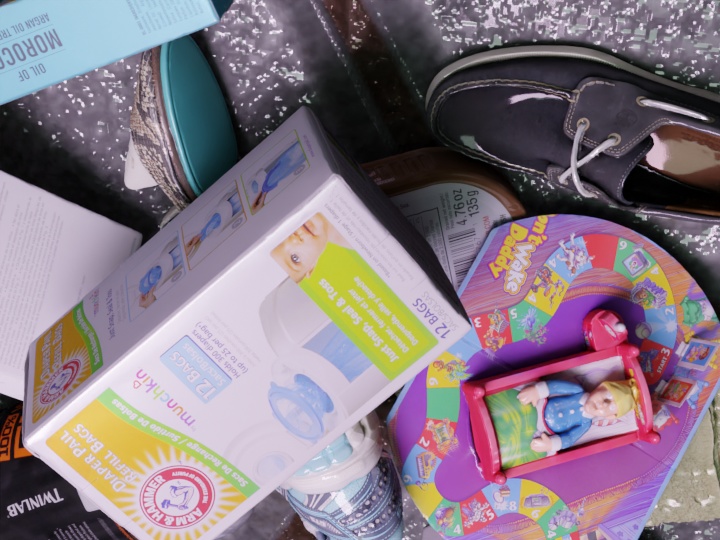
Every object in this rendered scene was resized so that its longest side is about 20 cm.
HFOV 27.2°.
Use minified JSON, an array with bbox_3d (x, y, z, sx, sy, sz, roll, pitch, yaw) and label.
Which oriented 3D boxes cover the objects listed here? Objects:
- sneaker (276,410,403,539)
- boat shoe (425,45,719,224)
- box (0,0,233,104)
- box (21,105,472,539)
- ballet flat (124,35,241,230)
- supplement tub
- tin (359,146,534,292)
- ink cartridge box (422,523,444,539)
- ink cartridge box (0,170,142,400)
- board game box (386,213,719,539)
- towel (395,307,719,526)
[{"bbox_3d":[-0.022,0.120,0.849,0.077,0.200,0.087,-26,94,-7],"label":"sneaker"},{"bbox_3d":[0.129,-0.069,0.781,0.198,0.068,0.072,13,123,6],"label":"boat shoe"},{"bbox_3d":[-0.159,-0.135,0.791,0.199,0.082,0.049,-17,114,20],"label":"box"},{"bbox_3d":[-0.061,0.034,0.749,0.200,0.102,0.113,-39,116,8],"label":"box"},{"bbox_3d":[-0.089,-0.041,0.846,0.075,0.068,0.201,-14,120,31],"label":"ballet flat"},{"bbox_3d":[-0.172,0.131,0.926,0.199,0.123,0.123,-22,114,22],"label":"supplement tub"},{"bbox_3d":[0.000,0.000,0.824,0.198,0.042,0.113,-16,113,-4],"label":"tin"},{"bbox_3d":[0.131,0.235,0.885,0.199,0.148,0.086,31,131,-22],"label":"ink cartridge box"},{"bbox_3d":[-0.222,-0.003,0.816,0.199,0.110,0.050,26,158,-38],"label":"ink cartridge box"},{"bbox_3d":[0.112,0.068,0.794,0.157,0.039,0.201,31,84,-8],"label":"board game box"},{"bbox_3d":[0.127,0.095,0.894,0.198,0.037,0.149,-10,118,16],"label":"towel"}]
